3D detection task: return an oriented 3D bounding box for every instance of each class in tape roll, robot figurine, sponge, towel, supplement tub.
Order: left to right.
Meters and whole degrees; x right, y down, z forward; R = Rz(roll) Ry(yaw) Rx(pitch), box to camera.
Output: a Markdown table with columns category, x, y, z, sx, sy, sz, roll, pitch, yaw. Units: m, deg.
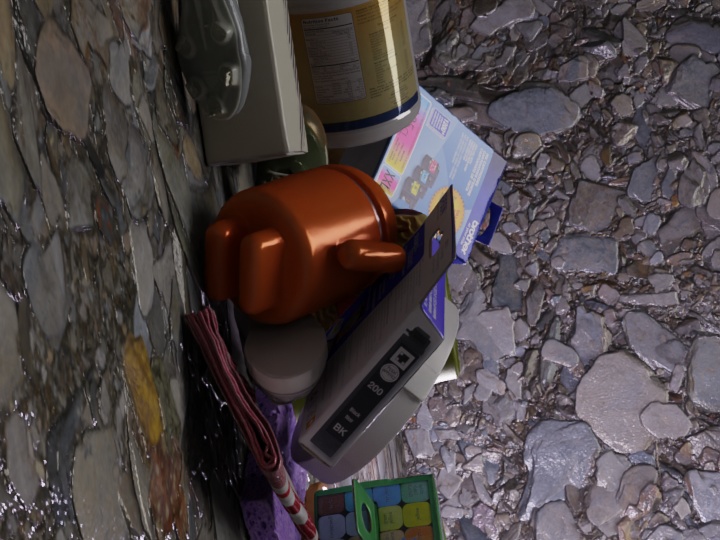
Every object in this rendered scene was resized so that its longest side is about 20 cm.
| category | x | y | z | sx | sy | sz | roll | pitch | yaw |
| --- | --- | --- | --- | --- | --- | --- | --- | --- | --- |
| towel | -0.078 | 0.126 | 1.084 | 0.145 | 0.023 | 0.201 | 60 | -6 | 27 |
| sponge | -0.076 | 0.195 | 1.255 | 0.201 | 0.029 | 0.113 | -87 | 167 | -63 |
| robot figurine | -0.044 | -0.024 | 1.172 | 0.199 | 0.143 | 0.118 | -23 | 84 | -49 |
| supplement tub | -0.021 | -0.239 | 1.387 | 0.145 | 0.142 | 0.202 | -89 | 170 | -63 |
| tape roll | 0.011 | 0.099 | 1.253 | 0.037 | 0.203 | 0.203 | 38 | 17 | -12 |

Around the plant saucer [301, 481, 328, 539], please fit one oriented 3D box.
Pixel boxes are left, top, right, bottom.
| category | x | y | z | sx | sy | sz | roll | pitch | yaw |
| --- | --- | --- | --- | --- | --- | --- | --- | --- | --- |
| plant saucer | -0.042 | 0.319 | 1.424 | 0.200 | 0.037 | 0.203 | -9 | 90 | -85 |

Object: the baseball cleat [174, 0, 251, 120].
| category | x | y | z | sx | sy | sz | roll | pitch | yaw |
| --- | --- | --- | --- | --- | --- | --- | --- | --- | --- |
| baseball cleat | -0.114 | -0.231 | 1.148 | 0.106 | 0.069 | 0.202 | -39 | 125 | -54 |

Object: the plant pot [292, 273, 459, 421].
| category | x | y | z | sx | sy | sz | roll | pitch | yaw |
| --- | --- | --- | --- | --- | --- | --- | --- | --- | --- |
| plant pot | 0.009 | 0.065 | 1.532 | 0.200 | 0.190 | 0.203 | -9 | 90 | -86 |

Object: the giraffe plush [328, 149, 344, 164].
| category | x | y | z | sx | sy | sz | roll | pitch | yaw |
| --- | --- | --- | --- | --- | --- | --- | --- | --- | --- |
| giraffe plush | -0.017 | -0.092 | 1.659 | 0.172 | 0.198 | 0.164 | 29 | 43 | -55 |

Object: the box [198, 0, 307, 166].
| category | x | y | z | sx | sy | sz | roll | pitch | yaw |
| --- | --- | --- | --- | --- | --- | --- | --- | --- | --- |
| box | -0.104 | -0.197 | 1.229 | 0.068 | 0.081 | 0.203 | -22 | 105 | -75 |

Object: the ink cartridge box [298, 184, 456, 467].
| category | x | y | z | sx | sy | sz | roll | pitch | yaw |
| --- | --- | --- | --- | --- | --- | --- | --- | --- | --- |
| ink cartridge box | 0.029 | 0.040 | 1.159 | 0.043 | 0.201 | 0.198 | 36 | 19 | -10 |

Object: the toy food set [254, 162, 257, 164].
| category | x | y | z | sx | sy | sz | roll | pitch | yaw |
| --- | --- | --- | --- | --- | --- | --- | --- | --- | --- |
| toy food set | -0.112 | -0.195 | 1.367 | 0.198 | 0.048 | 0.203 | -2 | 84 | -85 |

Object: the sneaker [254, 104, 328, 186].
| category | x | y | z | sx | sy | sz | roll | pitch | yaw |
| --- | --- | --- | --- | --- | --- | --- | --- | --- | --- |
| sneaker | -0.071 | -0.050 | 1.311 | 0.090 | 0.066 | 0.202 | -83 | -177 | -49 |

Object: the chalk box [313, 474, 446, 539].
| category | x | y | z | sx | sy | sz | roll | pitch | yaw |
| --- | --- | --- | --- | --- | --- | --- | --- | --- | --- |
| chalk box | 0.025 | 0.281 | 1.331 | 0.126 | 0.122 | 0.201 | -94 | 174 | -47 |

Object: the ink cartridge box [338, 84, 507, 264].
| category | x | y | z | sx | sy | sz | roll | pitch | yaw |
| --- | --- | --- | --- | --- | --- | --- | --- | --- | --- |
| ink cartridge box | 0.075 | -0.097 | 1.534 | 0.199 | 0.076 | 0.138 | 35 | 70 | -37 |

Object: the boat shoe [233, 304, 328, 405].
| category | x | y | z | sx | sy | sz | roll | pitch | yaw |
| --- | --- | --- | --- | --- | --- | --- | --- | --- | --- |
| boat shoe | -0.070 | 0.076 | 1.181 | 0.200 | 0.071 | 0.069 | -142 | -142 | -65 |

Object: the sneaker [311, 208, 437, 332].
| category | x | y | z | sx | sy | sz | roll | pitch | yaw |
| --- | --- | --- | --- | --- | --- | --- | --- | --- | --- |
| sneaker | 0.000 | 0.000 | 1.318 | 0.075 | 0.199 | 0.090 | 53 | 28 | -2 |
